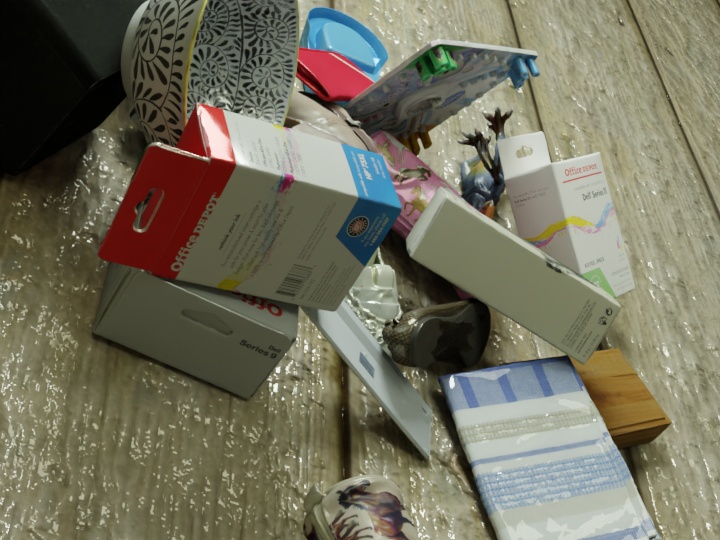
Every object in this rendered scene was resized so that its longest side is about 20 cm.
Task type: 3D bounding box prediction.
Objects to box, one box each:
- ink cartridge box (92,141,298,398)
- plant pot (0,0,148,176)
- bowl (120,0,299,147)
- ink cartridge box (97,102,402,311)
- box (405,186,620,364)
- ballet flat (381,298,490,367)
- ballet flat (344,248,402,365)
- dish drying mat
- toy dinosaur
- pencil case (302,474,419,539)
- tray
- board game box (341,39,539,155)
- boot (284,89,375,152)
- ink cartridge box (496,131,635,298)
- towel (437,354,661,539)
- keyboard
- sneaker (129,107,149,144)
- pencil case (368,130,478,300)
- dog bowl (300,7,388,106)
[{"bbox_3d":[-0.128,-0.013,0.964,0.145,0.084,0.201,25,36,-19],"label":"ink cartridge box"},{"bbox_3d":[-0.277,-0.202,0.970,0.178,0.199,0.200,49,33,-4],"label":"plant pot"},{"bbox_3d":[-0.131,-0.167,0.936,0.093,0.203,0.201,14,30,17],"label":"bowl"},{"bbox_3d":[-0.085,-0.047,0.860,0.198,0.117,0.068,13,39,-29],"label":"ink cartridge box"},{"bbox_3d":[0.143,0.004,1.109,0.199,0.069,0.082,32,8,-8],"label":"box"},{"bbox_3d":[0.071,0.059,1.068,0.046,0.068,0.199,9,6,26],"label":"ballet flat"},{"bbox_3d":[0.000,0.000,1.086,0.071,0.072,0.201,12,42,-32],"label":"ballet flat"},{"bbox_3d":[-0.029,-0.202,1.194,0.077,0.018,0.200,42,16,6],"label":"dish drying mat"},{"bbox_3d":[0.150,-0.095,1.322,0.199,0.105,0.183,25,53,-36],"label":"toy dinosaur"},{"bbox_3d":[0.018,0.241,0.806,0.089,0.078,0.201,24,34,-44],"label":"pencil case"},{"bbox_3d":[0.219,0.132,1.156,0.198,0.037,0.099,-3,51,-43],"label":"tray"},{"bbox_3d":[0.067,-0.174,1.226,0.199,0.199,0.026,-8,72,-51],"label":"board game box"},{"bbox_3d":[-0.075,-0.151,1.097,0.200,0.070,0.146,49,27,10],"label":"boot"},{"bbox_3d":[0.226,-0.060,1.280,0.117,0.067,0.202,-17,92,-51],"label":"ink cartridge box"},{"bbox_3d":[0.163,0.169,1.032,0.145,0.024,0.201,-7,53,-19],"label":"towel"},{"bbox_3d":[0.005,0.075,0.978,0.201,0.011,0.057,52,30,-25],"label":"keyboard"},{"bbox_3d":[-0.130,-0.126,1.127,0.199,0.074,0.088,-9,72,-44],"label":"sneaker"},{"bbox_3d":[0.069,-0.053,1.197,0.200,0.087,0.083,41,-9,4],"label":"pencil case"},{"bbox_3d":[-0.017,-0.224,1.347,0.110,0.050,0.201,16,40,-29],"label":"dog bowl"}]
